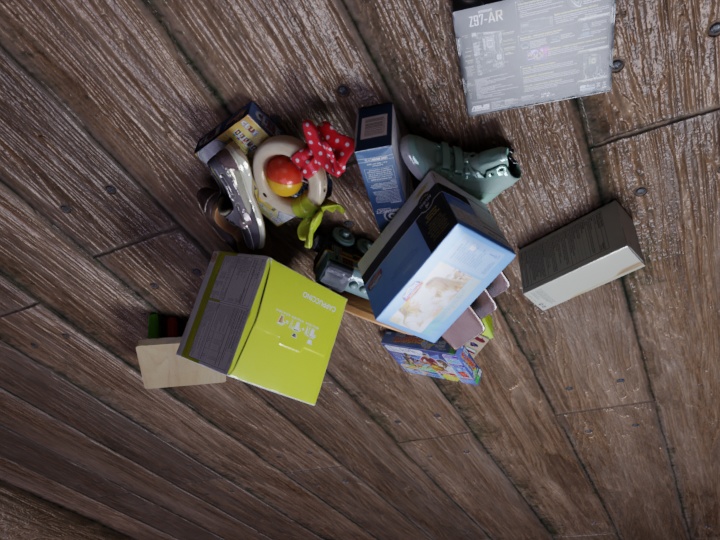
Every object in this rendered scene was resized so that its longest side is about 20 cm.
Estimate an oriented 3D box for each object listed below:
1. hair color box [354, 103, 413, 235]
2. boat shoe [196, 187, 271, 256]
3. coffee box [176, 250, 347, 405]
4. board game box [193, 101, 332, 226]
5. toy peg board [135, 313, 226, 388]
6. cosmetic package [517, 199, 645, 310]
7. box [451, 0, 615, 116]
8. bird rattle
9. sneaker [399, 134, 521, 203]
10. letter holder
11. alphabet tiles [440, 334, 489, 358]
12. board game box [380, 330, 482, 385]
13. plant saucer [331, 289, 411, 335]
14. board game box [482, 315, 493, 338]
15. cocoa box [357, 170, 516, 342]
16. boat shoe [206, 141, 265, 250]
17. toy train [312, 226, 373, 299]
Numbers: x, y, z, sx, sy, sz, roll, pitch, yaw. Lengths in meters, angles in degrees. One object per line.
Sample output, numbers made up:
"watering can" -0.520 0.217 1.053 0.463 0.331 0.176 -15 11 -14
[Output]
"hair color box" 0.043 -0.146 0.948 0.059 0.102 0.202 -7 139 13
"boat shoe" -0.227 -0.082 1.094 0.070 0.071 0.201 30 162 30
"coffee box" -0.174 0.101 1.078 0.195 0.205 0.198 5 162 47
"board game box" -0.157 -0.169 0.999 0.133 0.035 0.200 -23 132 31
"toy peg board" -0.423 0.184 1.436 0.193 0.100 0.202 -3 144 -15
"cosmetic package" 0.380 -0.022 1.051 0.070 0.107 0.198 32 136 -32
"box" 0.226 -0.296 0.787 0.194 0.044 0.162 -7 139 16
"bird rattle" -0.097 -0.142 0.924 0.159 0.114 0.203 18 139 13
"sneaker" 0.159 -0.174 0.917 0.197 0.076 0.117 22 146 -33
"letter holder" 0.162 0.015 1.077 0.200 0.101 0.141 45 123 -14
"alphabet tiles" 0.160 0.130 1.275 0.196 0.008 0.168 26 154 6
"board game box" 0.157 0.194 1.339 0.196 0.035 0.136 4 146 39
"plant saucer" 0.023 0.075 1.194 0.195 0.038 0.200 21 180 0
"board game box" 0.200 0.074 1.235 0.099 0.049 0.201 -12 137 21
"cocoa box" 0.110 -0.016 0.917 0.131 0.133 0.201 22 121 -32
"boat shoe" -0.203 -0.110 0.976 0.064 0.072 0.203 -28 141 -21
"toy train" 0.000 0.000 1.111 0.196 0.116 0.086 23 127 -19
